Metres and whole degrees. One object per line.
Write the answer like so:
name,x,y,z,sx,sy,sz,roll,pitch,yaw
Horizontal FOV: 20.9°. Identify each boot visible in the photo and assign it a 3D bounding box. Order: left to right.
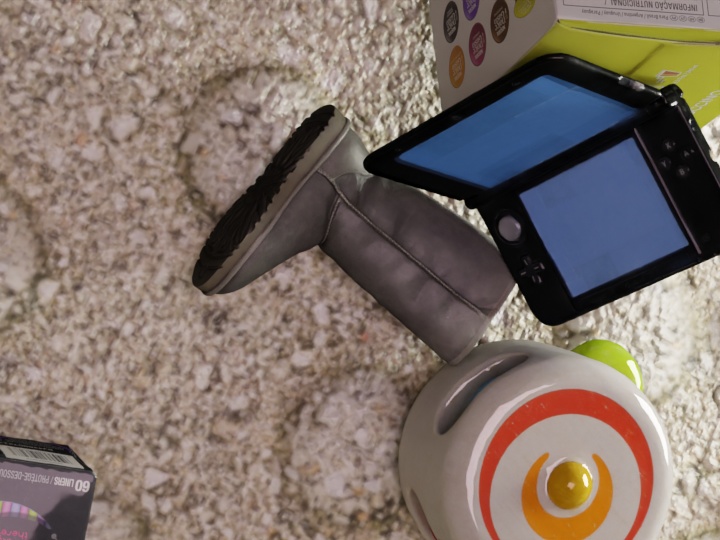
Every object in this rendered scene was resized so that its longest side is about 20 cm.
boot,0.000,0.001,1.430,0.182,0.073,0.200,-49,114,-8

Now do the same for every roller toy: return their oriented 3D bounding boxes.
roller toy,0.130,0.150,1.442,0.182,0.140,0.200,5,94,-18

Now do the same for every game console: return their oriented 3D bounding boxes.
game console,0.132,-0.049,1.350,0.116,0.200,0.176,-29,92,-46

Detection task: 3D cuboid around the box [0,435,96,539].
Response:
box,-0.264,0.216,1.333,0.122,0.106,0.200,10,92,-19

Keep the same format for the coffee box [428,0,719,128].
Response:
coffee box,0.174,-0.215,1.365,0.200,0.200,0.198,1,72,-20
